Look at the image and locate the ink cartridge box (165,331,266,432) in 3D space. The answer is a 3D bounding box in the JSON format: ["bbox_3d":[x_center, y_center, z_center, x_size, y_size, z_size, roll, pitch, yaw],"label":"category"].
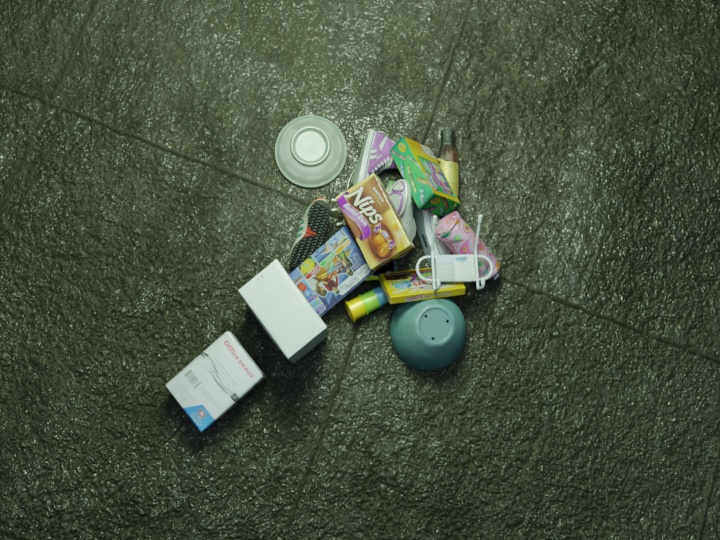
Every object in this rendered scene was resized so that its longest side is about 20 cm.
[{"bbox_3d":[-0.350,0.271,1.639,0.199,0.084,0.145,-40,84,-8],"label":"ink cartridge box"}]

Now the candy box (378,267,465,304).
[{"bbox_3d":[0.153,0.034,1.663,0.195,0.027,0.103,-7,38,-14],"label":"candy box"}]

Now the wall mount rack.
[{"bbox_3d":[0.234,-0.040,1.622,0.195,0.075,0.179,-1,80,-6],"label":"wall mount rack"}]

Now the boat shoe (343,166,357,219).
[{"bbox_3d":[-0.005,-0.183,1.752,0.070,0.061,0.207,7,79,-1],"label":"boat shoe"}]

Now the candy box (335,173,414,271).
[{"bbox_3d":[0.035,-0.116,1.613,0.115,0.056,0.203,-29,78,13],"label":"candy box"}]

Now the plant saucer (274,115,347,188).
[{"bbox_3d":[-0.132,-0.324,1.778,0.195,0.050,0.206,1,79,-3],"label":"plant saucer"}]

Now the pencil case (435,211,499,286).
[{"bbox_3d":[0.271,-0.054,1.698,0.088,0.087,0.200,-47,111,-10],"label":"pencil case"}]

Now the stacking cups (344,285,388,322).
[{"bbox_3d":[0.056,0.062,1.717,0.197,0.061,0.061,-27,82,-13],"label":"stacking cups"}]

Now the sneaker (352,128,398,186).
[{"bbox_3d":[0.050,-0.277,1.742,0.112,0.073,0.204,24,57,-10],"label":"sneaker"}]

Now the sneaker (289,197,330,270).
[{"bbox_3d":[-0.127,-0.095,1.730,0.069,0.094,0.203,20,106,-8],"label":"sneaker"}]

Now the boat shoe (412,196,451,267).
[{"bbox_3d":[0.187,-0.108,1.742,0.064,0.073,0.205,-18,99,-19],"label":"boat shoe"}]

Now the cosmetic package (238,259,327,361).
[{"bbox_3d":[-0.182,0.107,1.619,0.122,0.200,0.201,-38,82,-9],"label":"cosmetic package"}]

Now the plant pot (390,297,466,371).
[{"bbox_3d":[0.177,0.145,1.662,0.195,0.135,0.206,1,80,-3],"label":"plant pot"}]

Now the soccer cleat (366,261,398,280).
[{"bbox_3d":[0.000,-0.001,1.706,0.195,0.084,0.066,-7,80,-4],"label":"soccer cleat"}]

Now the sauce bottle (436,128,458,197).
[{"bbox_3d":[0.231,-0.275,1.781,0.064,0.066,0.205,3,77,-2],"label":"sauce bottle"}]

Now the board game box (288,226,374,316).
[{"bbox_3d":[-0.072,0.006,1.673,0.199,0.034,0.136,-38,88,17],"label":"board game box"}]

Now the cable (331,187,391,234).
[{"bbox_3d":[0.026,-0.156,1.686,0.195,0.050,0.100,-14,80,3],"label":"cable"}]

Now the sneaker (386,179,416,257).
[{"bbox_3d":[0.100,-0.129,1.681,0.074,0.098,0.205,21,111,37],"label":"sneaker"}]

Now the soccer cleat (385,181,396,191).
[{"bbox_3d":[0.059,-0.141,1.749,0.083,0.065,0.203,24,82,28],"label":"soccer cleat"}]

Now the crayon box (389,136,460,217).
[{"bbox_3d":[0.164,-0.239,1.708,0.058,0.117,0.203,-42,55,30],"label":"crayon box"}]
